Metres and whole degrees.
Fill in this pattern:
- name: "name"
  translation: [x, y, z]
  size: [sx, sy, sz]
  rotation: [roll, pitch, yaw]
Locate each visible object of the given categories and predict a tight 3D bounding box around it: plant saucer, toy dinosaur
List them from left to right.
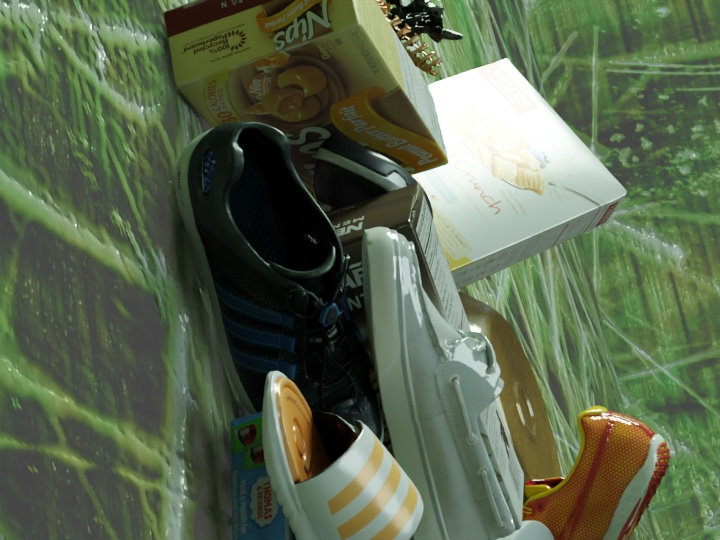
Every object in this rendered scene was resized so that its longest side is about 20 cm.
- name: "toy dinosaur"
  translation: [0.007, -0.208, 1.487]
  size: [0.102, 0.135, 0.201]
  rotation: [-51, -127, 52]
- name: "plant saucer"
  translation: [0.098, 0.101, 1.360]
  size: [0.200, 0.035, 0.202]
  rotation: [-19, 90, -75]

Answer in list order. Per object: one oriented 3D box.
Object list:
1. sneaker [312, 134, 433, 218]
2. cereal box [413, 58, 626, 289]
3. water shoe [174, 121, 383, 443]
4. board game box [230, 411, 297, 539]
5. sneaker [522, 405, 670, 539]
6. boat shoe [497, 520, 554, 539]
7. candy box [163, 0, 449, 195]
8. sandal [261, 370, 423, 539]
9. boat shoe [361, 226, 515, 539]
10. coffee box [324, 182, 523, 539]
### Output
- name: "sneaker"
  translation: [0.000, 0.000, 1.237]
  size: [0.083, 0.071, 0.201]
  rotation: [-55, 154, -24]
- name: "cereal box"
  translation: [0.075, -0.068, 1.393]
  size: [0.199, 0.040, 0.144]
  rotation: [-24, 65, -39]
- name: "water shoe"
  translation: [-0.038, 0.019, 1.040]
  size: [0.079, 0.071, 0.201]
  rotation: [-9, -71, 63]
- name: "board game box"
  translation: [-0.023, 0.193, 1.003]
  size: [0.201, 0.036, 0.152]
  rotation: [-94, 163, -46]
- name: "sneaker"
  translation: [0.132, 0.179, 1.291]
  size: [0.201, 0.077, 0.073]
  rotation: [-66, 161, 13]
- name: "boat shoe"
  translation: [0.046, 0.207, 1.194]
  size: [0.200, 0.065, 0.072]
  rotation: [-37, 111, -49]
- name: "candy box"
  translation: [-0.029, -0.108, 1.206]
  size: [0.200, 0.115, 0.056]
  rotation: [49, 27, -64]
- name: "sandal"
  translation: [0.008, 0.131, 0.995]
  size: [0.079, 0.059, 0.208]
  rotation: [-87, 156, -61]
- name: "boat shoe"
  translation: [0.045, 0.067, 1.088]
  size: [0.072, 0.068, 0.202]
  rotation: [-102, 179, -73]
- name: "coffee box"
  translation: [0.013, 0.065, 1.168]
  size: [0.080, 0.112, 0.201]
  rotation: [-75, 146, -70]
